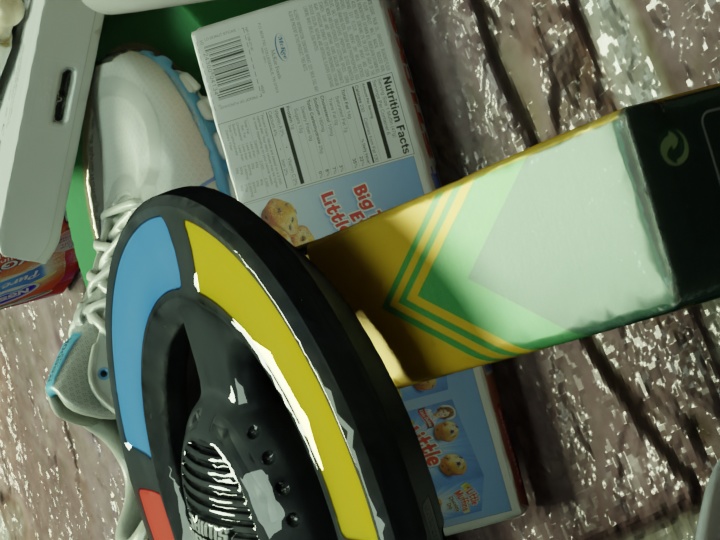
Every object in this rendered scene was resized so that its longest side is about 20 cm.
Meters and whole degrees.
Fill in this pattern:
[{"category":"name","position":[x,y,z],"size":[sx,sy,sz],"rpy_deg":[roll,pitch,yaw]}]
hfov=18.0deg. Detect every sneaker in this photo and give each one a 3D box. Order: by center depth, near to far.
[{"category":"sneaker","position":[-0.081,0.016,0.855],"size":[0.075,0.086,0.201],"rpy_deg":[-20,84,62]}]

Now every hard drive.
[{"category":"hard drive","position":[-0.137,-0.092,0.954],"size":[0.200,0.026,0.132],"rpy_deg":[-129,50,-71]}]

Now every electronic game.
[{"category":"electronic game","position":[-0.029,0.072,0.690],"size":[0.200,0.042,0.201],"rpy_deg":[43,143,45]}]

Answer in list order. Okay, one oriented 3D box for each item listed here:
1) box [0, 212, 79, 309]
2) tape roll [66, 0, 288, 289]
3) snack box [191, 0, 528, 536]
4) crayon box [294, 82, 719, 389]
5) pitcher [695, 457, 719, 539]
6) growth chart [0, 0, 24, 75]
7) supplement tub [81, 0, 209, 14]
[{"category":"box","position":[-0.213,-0.081,1.116],"size":[0.201,0.099,0.095],"rpy_deg":[65,149,15]},{"category":"tape roll","position":[-0.061,-0.025,0.936],"size":[0.200,0.048,0.201],"rpy_deg":[34,132,49]},{"category":"snack box","position":[0.000,0.000,0.822],"size":[0.024,0.072,0.201],"rpy_deg":[-12,-94,-80]},{"category":"crayon box","position":[0.073,-0.011,0.636],"size":[0.200,0.125,0.052],"rpy_deg":[-20,87,61]},{"category":"pitcher","position":[0.104,0.169,0.641],"size":[0.200,0.121,0.172],"rpy_deg":[112,164,-49]},{"category":"growth chart","position":[-0.161,-0.140,0.994],"size":[0.145,0.018,0.200],"rpy_deg":[116,157,-45]},{"category":"supplement tub","position":[-0.039,-0.191,0.723],"size":[0.145,0.145,0.201],"rpy_deg":[3,106,59]}]
